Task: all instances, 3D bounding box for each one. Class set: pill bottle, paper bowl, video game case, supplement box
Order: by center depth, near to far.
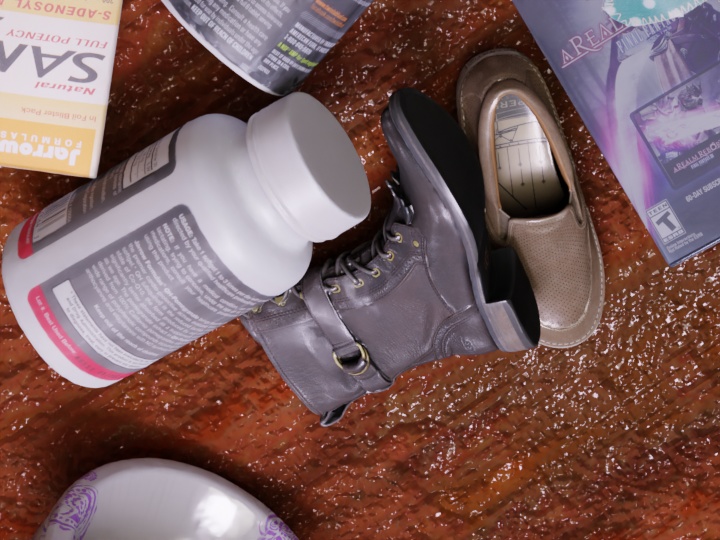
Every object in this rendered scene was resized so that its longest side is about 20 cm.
[{"bbox_3d":[-0.016,-0.203,1.101,0.106,0.106,0.200,39,102,-20],"label":"pill bottle"},{"bbox_3d":[-0.195,-0.162,1.109,0.125,0.074,0.201,7,111,-10],"label":"supplement box"},{"bbox_3d":[-0.098,-0.021,1.134,0.200,0.111,0.111,-28,114,22],"label":"pill bottle"},{"bbox_3d":[0.189,-0.120,1.146,0.143,0.019,0.200,-31,92,28],"label":"video game case"},{"bbox_3d":[-0.121,0.222,1.208,0.200,0.201,0.104,28,124,-18],"label":"paper bowl"}]

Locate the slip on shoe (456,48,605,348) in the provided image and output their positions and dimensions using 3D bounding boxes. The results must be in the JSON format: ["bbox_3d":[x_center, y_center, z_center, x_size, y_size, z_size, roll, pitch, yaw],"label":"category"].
[{"bbox_3d":[0.107,-0.036,1.210,0.076,0.061,0.201,-14,113,-2],"label":"slip on shoe"}]

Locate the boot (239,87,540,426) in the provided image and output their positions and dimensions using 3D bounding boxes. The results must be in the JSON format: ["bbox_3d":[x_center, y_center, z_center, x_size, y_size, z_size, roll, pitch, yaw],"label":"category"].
[{"bbox_3d":[0.000,0.000,1.190,0.173,0.069,0.201,-16,116,21],"label":"boot"}]

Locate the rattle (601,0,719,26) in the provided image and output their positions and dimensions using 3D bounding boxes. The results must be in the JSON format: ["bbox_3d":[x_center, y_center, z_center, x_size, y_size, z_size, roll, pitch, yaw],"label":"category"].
[{"bbox_3d":[0.235,-0.150,1.039,0.199,0.143,0.131,26,101,-9],"label":"rattle"}]
